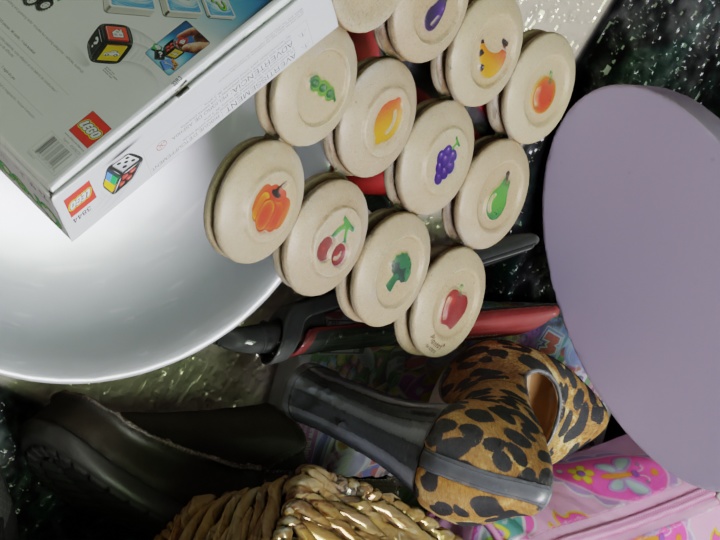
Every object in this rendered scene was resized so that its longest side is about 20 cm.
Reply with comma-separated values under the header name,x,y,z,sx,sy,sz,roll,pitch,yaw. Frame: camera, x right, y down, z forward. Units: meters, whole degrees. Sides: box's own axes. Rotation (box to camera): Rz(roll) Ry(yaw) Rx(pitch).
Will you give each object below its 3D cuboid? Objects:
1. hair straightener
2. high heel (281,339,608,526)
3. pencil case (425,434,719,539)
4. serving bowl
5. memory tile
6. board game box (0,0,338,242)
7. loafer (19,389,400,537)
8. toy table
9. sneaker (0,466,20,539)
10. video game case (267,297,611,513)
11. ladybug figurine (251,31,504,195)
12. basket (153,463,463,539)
name,x,y,z,sx,sy,sz,roll,pitch,yaw
hair straightener,0.000,0.000,1.348,0.199,0.041,0.077,-8,80,-34
high heel,0.079,0.082,1.323,0.200,0.142,0.072,5,103,-45
pencil case,0.120,0.124,1.439,0.199,0.087,0.088,-15,121,-37
serving bowl,-0.113,-0.058,1.200,0.199,0.066,0.201,-6,115,-13
memory tile,0.018,-0.053,1.220,0.200,0.017,0.154,28,85,-55
board game box,-0.119,-0.115,1.093,0.126,0.200,0.035,-39,149,-13
loafer,-0.063,0.089,1.327,0.200,0.073,0.072,27,76,-35
toy table,0.180,0.007,1.394,0.117,0.184,0.201,1,68,-45
sneaker,-0.161,0.140,1.270,0.077,0.084,0.200,-33,129,-19
video game case,0.036,0.082,1.431,0.199,0.018,0.144,1,111,-37
ladybug figurine,0.007,-0.099,1.279,0.200,0.072,0.136,34,90,-42
basket,-0.020,0.186,1.277,0.200,0.149,0.143,41,46,-24
